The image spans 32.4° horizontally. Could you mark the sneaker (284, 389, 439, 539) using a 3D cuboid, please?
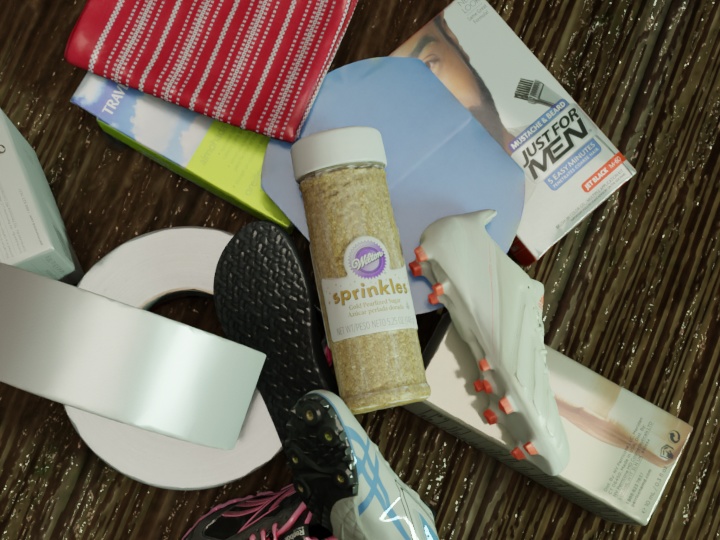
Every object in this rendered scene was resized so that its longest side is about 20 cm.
[{"bbox_3d":[0.010,0.165,0.878,0.072,0.072,0.200,-42,113,-40],"label":"sneaker"}]

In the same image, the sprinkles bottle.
[{"bbox_3d":[0.000,0.000,0.890,0.068,0.068,0.200,-11,82,-5],"label":"sprinkles bottle"}]

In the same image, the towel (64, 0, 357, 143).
[{"bbox_3d":[-0.115,-0.193,0.955,0.200,0.022,0.145,21,79,10],"label":"towel"}]

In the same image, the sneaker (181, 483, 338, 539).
[{"bbox_3d":[-0.062,0.201,0.939,0.200,0.095,0.079,-29,89,-5],"label":"sneaker"}]

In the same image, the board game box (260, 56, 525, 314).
[{"bbox_3d":[0.027,-0.064,0.954,0.158,0.039,0.200,-42,84,-5],"label":"board game box"}]

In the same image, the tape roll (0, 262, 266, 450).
[{"bbox_3d":[-0.169,0.056,0.829,0.202,0.202,0.071,19,85,-1],"label":"tape roll"}]

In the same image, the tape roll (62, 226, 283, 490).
[{"bbox_3d":[-0.132,0.068,0.964,0.200,0.066,0.201,0,83,-3],"label":"tape roll"}]

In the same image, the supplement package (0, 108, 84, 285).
[{"bbox_3d":[-0.330,-0.017,0.929,0.200,0.121,0.120,-23,80,-5],"label":"supplement package"}]

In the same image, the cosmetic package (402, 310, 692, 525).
[{"bbox_3d":[0.138,0.111,0.958,0.200,0.103,0.087,29,80,-2],"label":"cosmetic package"}]

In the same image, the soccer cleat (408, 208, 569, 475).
[{"bbox_3d":[0.108,0.047,0.883,0.078,0.069,0.200,-25,80,-13],"label":"soccer cleat"}]

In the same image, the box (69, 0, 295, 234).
[{"bbox_3d":[-0.114,-0.129,0.995,0.200,0.048,0.122,30,82,0],"label":"box"}]

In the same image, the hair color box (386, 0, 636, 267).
[{"bbox_3d":[0.112,-0.115,1.001,0.111,0.064,0.200,-41,87,-6],"label":"hair color box"}]

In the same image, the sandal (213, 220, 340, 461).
[{"bbox_3d":[-0.052,0.059,0.917,0.075,0.045,0.200,-16,99,20],"label":"sandal"}]
